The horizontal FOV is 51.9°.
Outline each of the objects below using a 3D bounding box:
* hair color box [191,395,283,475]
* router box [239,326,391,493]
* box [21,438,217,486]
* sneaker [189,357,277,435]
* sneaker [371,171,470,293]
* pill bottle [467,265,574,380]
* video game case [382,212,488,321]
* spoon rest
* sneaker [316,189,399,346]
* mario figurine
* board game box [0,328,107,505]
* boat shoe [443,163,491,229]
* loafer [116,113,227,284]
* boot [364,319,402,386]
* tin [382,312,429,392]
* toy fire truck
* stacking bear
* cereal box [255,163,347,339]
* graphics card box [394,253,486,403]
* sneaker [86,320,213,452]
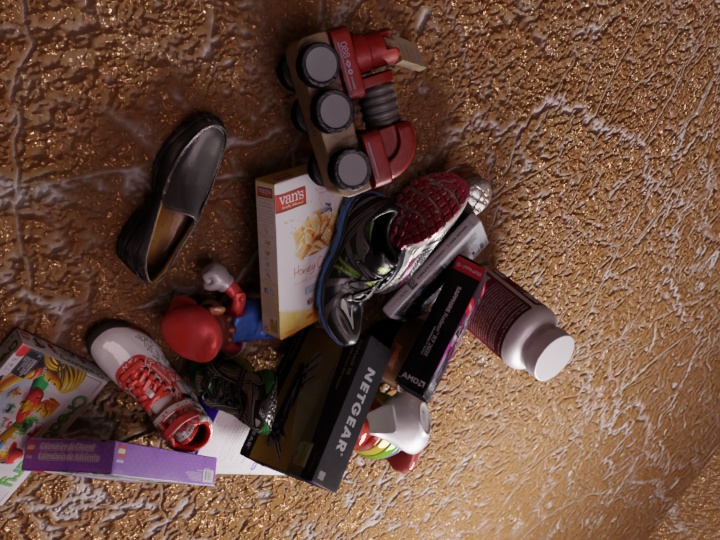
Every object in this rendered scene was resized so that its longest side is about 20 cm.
[{"bbox_3d":[-0.161,0.237,1.086,0.198,0.065,0.110,18,107,-43],"label":"hair color box"},{"bbox_3d":[-0.062,0.180,1.003,0.052,0.156,0.202,39,65,-38],"label":"router box"},{"bbox_3d":[-0.288,0.237,0.908,0.200,0.135,0.040,39,50,-60],"label":"box"},{"bbox_3d":[-0.163,0.157,0.935,0.084,0.199,0.079,8,89,-30],"label":"sneaker"},{"bbox_3d":[0.069,-0.050,0.984,0.200,0.081,0.074,-46,153,23],"label":"sneaker"},{"bbox_3d":[0.246,0.086,1.209,0.112,0.200,0.114,-20,130,-26],"label":"pill bottle"},{"bbox_3d":[0.117,0.003,1.101,0.182,0.023,0.200,-47,167,4],"label":"video game case"},{"bbox_3d":[0.058,0.226,1.116,0.060,0.101,0.200,-13,164,19],"label":"spoon rest"},{"bbox_3d":[0.000,0.000,0.939,0.070,0.082,0.203,9,96,-55],"label":"sneaker"},{"bbox_3d":[-0.173,0.052,0.956,0.198,0.105,0.126,-7,88,-48],"label":"mario figurine"},{"bbox_3d":[-0.409,0.174,0.860,0.201,0.035,0.126,-49,138,0],"label":"board game box"},{"bbox_3d":[0.089,-0.083,1.056,0.198,0.072,0.076,-28,140,6],"label":"boat shoe"},{"bbox_3d":[-0.199,-0.076,0.826,0.072,0.072,0.202,17,107,-43],"label":"loafer"},{"bbox_3d":[-0.008,0.165,1.148,0.198,0.074,0.098,-28,134,-28],"label":"boot"},{"bbox_3d":[0.087,0.125,1.169,0.113,0.042,0.199,-65,161,11],"label":"tin"},{"bbox_3d":[0.018,-0.200,0.868,0.198,0.128,0.179,-23,106,-18],"label":"toy fire truck"},{"bbox_3d":[0.011,0.245,1.170,0.200,0.120,0.115,32,77,-59],"label":"stacking bear"},{"bbox_3d":[-0.068,-0.031,0.938,0.143,0.039,0.203,-27,125,-46],"label":"cereal box"},{"bbox_3d":[0.120,0.089,1.073,0.202,0.050,0.126,-61,166,-9],"label":"graphics card box"},{"bbox_3d":[-0.251,0.149,0.916,0.067,0.108,0.202,-39,136,-10],"label":"sneaker"}]
